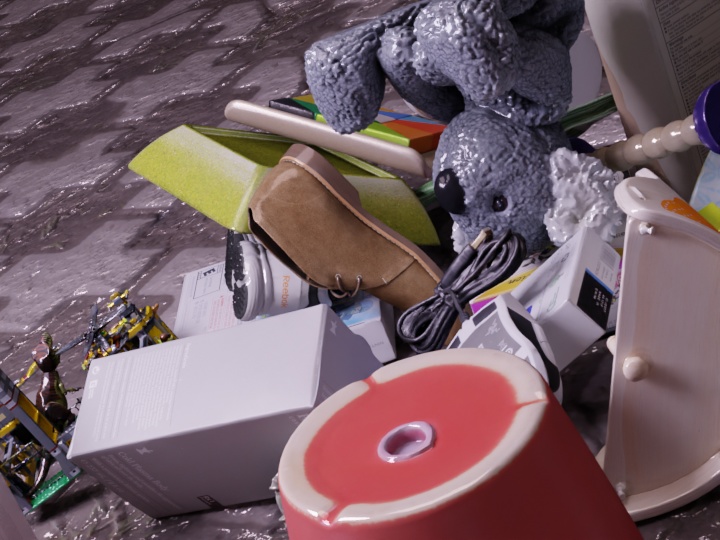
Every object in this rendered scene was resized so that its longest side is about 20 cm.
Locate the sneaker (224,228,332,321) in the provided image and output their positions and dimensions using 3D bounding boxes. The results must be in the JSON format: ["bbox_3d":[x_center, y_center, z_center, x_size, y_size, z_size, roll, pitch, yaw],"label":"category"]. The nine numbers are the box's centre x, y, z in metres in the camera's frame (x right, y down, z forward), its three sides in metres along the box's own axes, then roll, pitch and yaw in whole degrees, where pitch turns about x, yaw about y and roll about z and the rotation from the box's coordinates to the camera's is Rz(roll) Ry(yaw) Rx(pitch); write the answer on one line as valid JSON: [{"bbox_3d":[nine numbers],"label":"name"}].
[{"bbox_3d":[-0.068,-0.008,1.250,0.080,0.074,0.200,0,21,-10],"label":"sneaker"}]

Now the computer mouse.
[{"bbox_3d":[0.082,0.056,0.946,0.110,0.044,0.200,-48,27,18],"label":"computer mouse"}]

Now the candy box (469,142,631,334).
[{"bbox_3d":[0.152,-0.017,1.184,0.136,0.061,0.200,-17,26,10],"label":"candy box"}]

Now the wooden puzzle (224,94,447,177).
[{"bbox_3d":[0.002,-0.124,1.348,0.184,0.037,0.200,17,10,17],"label":"wooden puzzle"}]

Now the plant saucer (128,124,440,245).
[{"bbox_3d":[-0.061,-0.076,1.273,0.199,0.048,0.200,3,16,-35],"label":"plant saucer"}]

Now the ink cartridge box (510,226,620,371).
[{"bbox_3d":[0.091,0.063,1.039,0.200,0.039,0.100,-43,12,32],"label":"ink cartridge box"}]

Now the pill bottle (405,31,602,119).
[{"bbox_3d":[0.133,-0.194,1.494,0.111,0.111,0.200,-36,28,-27],"label":"pill bottle"}]

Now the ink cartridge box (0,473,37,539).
[{"bbox_3d":[-0.256,0.171,0.971,0.045,0.201,0.176,-21,25,3],"label":"ink cartridge box"}]

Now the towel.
[{"bbox_3d":[0.130,-0.096,1.288,0.152,0.023,0.200,-23,-2,-39],"label":"towel"}]

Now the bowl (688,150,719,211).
[{"bbox_3d":[0.303,-0.039,1.024,0.107,0.201,0.200,20,25,-9],"label":"bowl"}]

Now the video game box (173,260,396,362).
[{"bbox_3d":[-0.063,0.035,1.273,0.182,0.047,0.200,-20,25,9],"label":"video game box"}]

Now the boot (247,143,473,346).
[{"bbox_3d":[0.000,0.000,1.155,0.076,0.200,0.074,-50,3,-23],"label":"boot"}]

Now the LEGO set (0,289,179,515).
[{"bbox_3d":[-0.237,0.080,1.180,0.200,0.116,0.154,-34,20,14],"label":"LEGO set"}]

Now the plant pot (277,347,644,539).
[{"bbox_3d":[0.053,0.151,0.791,0.200,0.178,0.201,-18,26,9],"label":"plant pot"}]

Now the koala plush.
[{"bbox_3d":[0.096,-0.099,1.076,0.184,0.201,0.177,-29,14,-40],"label":"koala plush"}]

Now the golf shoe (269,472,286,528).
[{"bbox_3d":[0.046,0.134,0.974,0.199,0.079,0.097,-3,18,20],"label":"golf shoe"}]

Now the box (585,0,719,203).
[{"bbox_3d":[0.252,-0.150,1.201,0.095,0.201,0.078,-32,26,-20],"label":"box"}]

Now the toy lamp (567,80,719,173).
[{"bbox_3d":[0.190,-0.081,1.098,0.058,0.058,0.200,-39,12,-32],"label":"toy lamp"}]

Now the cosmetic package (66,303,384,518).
[{"bbox_3d":[-0.085,0.099,1.053,0.199,0.107,0.090,-13,51,30],"label":"cosmetic package"}]

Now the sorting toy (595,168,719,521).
[{"bbox_3d":[0.190,0.023,0.955,0.106,0.201,0.180,0,24,-3],"label":"sorting toy"}]
